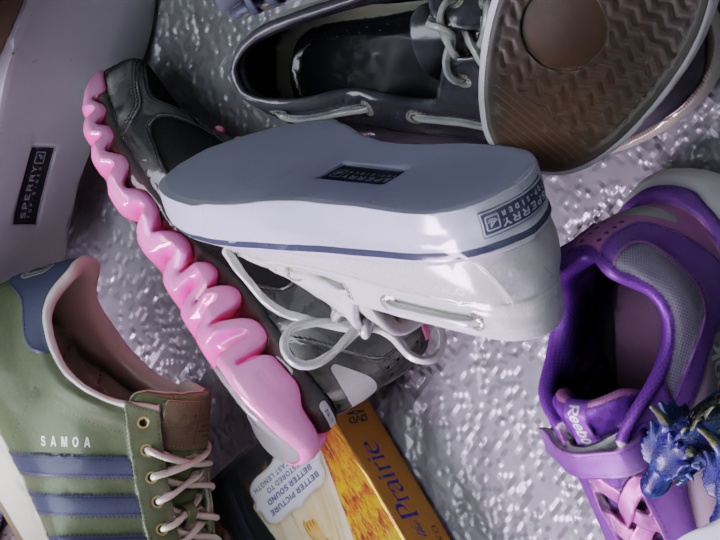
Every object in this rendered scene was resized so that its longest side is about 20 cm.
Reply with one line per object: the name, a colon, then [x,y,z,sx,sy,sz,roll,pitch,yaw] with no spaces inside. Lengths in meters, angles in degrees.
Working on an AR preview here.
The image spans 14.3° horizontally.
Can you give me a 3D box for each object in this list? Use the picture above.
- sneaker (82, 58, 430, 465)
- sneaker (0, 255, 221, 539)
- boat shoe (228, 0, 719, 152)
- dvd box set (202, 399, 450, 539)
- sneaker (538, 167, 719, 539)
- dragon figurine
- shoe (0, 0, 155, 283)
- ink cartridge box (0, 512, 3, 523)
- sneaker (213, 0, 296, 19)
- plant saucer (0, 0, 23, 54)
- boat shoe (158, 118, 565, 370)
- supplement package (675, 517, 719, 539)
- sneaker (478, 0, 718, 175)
sneaker: [-0.039,-0.019,1.141,0.095,0.079,0.200,-34,59,1]
sneaker: [-0.091,0.083,1.149,0.090,0.067,0.200,-40,79,18]
boat shoe: [0.038,-0.076,1.064,0.200,0.063,0.073,0,93,37]
dvd box set: [-0.005,0.166,1.152,0.146,0.029,0.200,-42,69,34]
sneaker: [0.102,0.066,1.016,0.080,0.088,0.200,-2,95,38]
dragon figurine: [0.167,0.004,0.946,0.059,0.099,0.200,41,113,28]
shoe: [-0.156,-0.071,1.216,0.091,0.071,0.200,30,107,42]
ink cartridge box: [-0.255,0.096,1.270,0.145,0.145,0.200,35,116,31]
sneaker: [-0.016,-0.122,1.049,0.074,0.081,0.200,59,163,-21]
plant saucer: [-0.184,-0.113,1.204,0.200,0.029,0.200,-42,35,39]
boat shoe: [0.004,-0.002,1.038,0.202,0.075,0.086,7,122,50]
supplement package: [0.185,0.131,0.885,0.152,0.200,0.151,-33,75,37]
sneaker: [0.099,-0.129,0.994,0.073,0.085,0.200,23,105,2]
